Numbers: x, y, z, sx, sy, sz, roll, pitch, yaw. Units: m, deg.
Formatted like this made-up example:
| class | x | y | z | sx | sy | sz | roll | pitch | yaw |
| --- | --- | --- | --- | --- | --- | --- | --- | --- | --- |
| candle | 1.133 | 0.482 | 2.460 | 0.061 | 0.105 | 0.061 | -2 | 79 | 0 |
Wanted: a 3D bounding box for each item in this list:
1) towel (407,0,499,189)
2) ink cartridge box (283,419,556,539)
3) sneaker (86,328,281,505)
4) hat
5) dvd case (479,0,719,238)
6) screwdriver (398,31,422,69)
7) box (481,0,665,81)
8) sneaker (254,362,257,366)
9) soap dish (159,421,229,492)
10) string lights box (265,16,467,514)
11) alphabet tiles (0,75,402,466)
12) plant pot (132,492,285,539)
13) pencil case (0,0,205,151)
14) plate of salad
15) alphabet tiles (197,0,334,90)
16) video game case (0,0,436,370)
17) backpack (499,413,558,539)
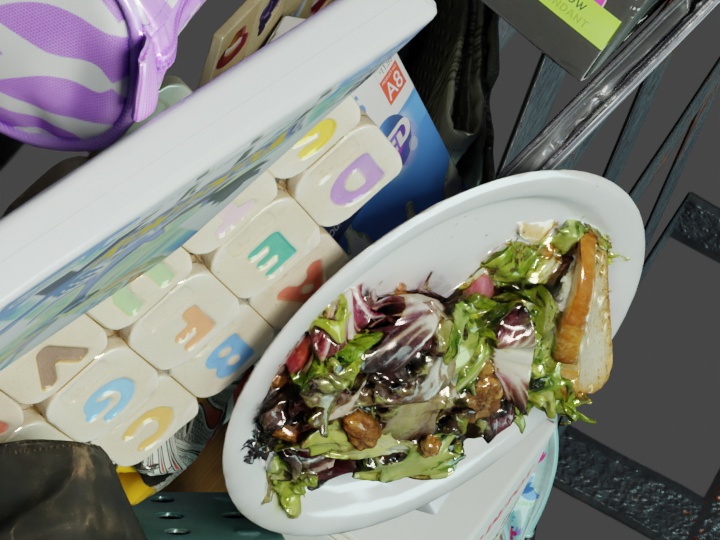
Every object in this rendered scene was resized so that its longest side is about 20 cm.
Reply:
| class | x | y | z | sx | sy | sz | roll | pitch | yaw |
| --- | --- | --- | --- | --- | --- | --- | --- | --- | --- |
| towel | 0.039 | -0.075 | 1.379 | 0.200 | 0.035 | 0.193 | 111 | -11 | -52 |
| ink cartridge box | 0.000 | 0.153 | 1.393 | 0.145 | 0.087 | 0.200 | -49 | 165 | -48 |
| sneaker | -0.082 | 0.044 | 1.164 | 0.082 | 0.078 | 0.200 | -57 | 170 | -19 |
| hat | -0.118 | 0.106 | 1.007 | 0.201 | 0.200 | 0.081 | 95 | -9 | -68 |
| dvd case | 0.106 | -0.078 | 1.215 | 0.149 | 0.016 | 0.200 | -45 | 179 | 17 |
| screwdriver | 0.026 | -0.143 | 1.334 | 0.200 | 0.028 | 0.029 | 111 | -17 | -58 |
| box | 0.097 | -0.192 | 1.164 | 0.124 | 0.149 | 0.200 | -53 | 176 | 30 |
| sneaker | -0.033 | 0.022 | 1.357 | 0.070 | 0.080 | 0.200 | -64 | 175 | 7 |
| soap dish | -0.078 | 0.132 | 1.437 | 0.200 | 0.081 | 0.157 | -48 | 164 | -51 |
| string lights box | 0.000 | 0.000 | 1.219 | 0.103 | 0.059 | 0.200 | -56 | 138 | -25 |
| alphabet tiles | -0.074 | 0.008 | 1.025 | 0.200 | 0.015 | 0.196 | -42 | 154 | 0 |
| plant pot | -0.084 | 0.201 | 1.237 | 0.141 | 0.141 | 0.200 | -137 | -130 | -76 |
| pencil case | -0.050 | -0.114 | 0.844 | 0.200 | 0.085 | 0.084 | -52 | 161 | -42 |
| plate of salad | 0.036 | 0.042 | 1.150 | 0.200 | 0.048 | 0.200 | -26 | 147 | -18 |
| alphabet tiles | -0.036 | -0.092 | 1.232 | 0.166 | 0.006 | 0.200 | -51 | 167 | -45 |
| video game case | -0.087 | -0.002 | 0.842 | 0.200 | 0.022 | 0.182 | -37 | 179 | -36 |
| backpack | 0.019 | 0.114 | 1.601 | 0.151 | 0.177 | 0.200 | -83 | -167 | -67 |
